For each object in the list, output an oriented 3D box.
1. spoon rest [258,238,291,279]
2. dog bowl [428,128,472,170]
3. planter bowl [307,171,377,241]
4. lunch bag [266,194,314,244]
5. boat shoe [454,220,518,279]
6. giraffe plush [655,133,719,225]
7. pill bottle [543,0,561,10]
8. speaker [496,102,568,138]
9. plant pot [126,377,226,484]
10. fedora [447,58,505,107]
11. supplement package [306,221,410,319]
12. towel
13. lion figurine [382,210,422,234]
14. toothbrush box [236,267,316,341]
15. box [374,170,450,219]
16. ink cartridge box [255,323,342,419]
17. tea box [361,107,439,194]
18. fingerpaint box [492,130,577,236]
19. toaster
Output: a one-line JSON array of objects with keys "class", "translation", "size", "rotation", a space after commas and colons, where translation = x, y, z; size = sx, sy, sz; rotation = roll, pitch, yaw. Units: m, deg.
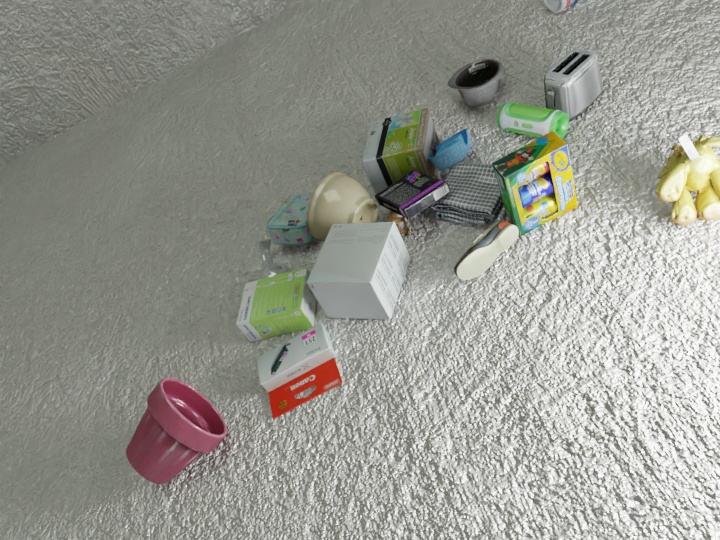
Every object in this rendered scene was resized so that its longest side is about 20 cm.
[{"class": "spoon rest", "translation": [-0.256, -0.012, 1.803], "size": [0.097, 0.062, 0.201], "rotation": [-6, 40, -21]}, {"class": "dog bowl", "translation": [0.265, -0.348, 1.780], "size": [0.110, 0.050, 0.201], "rotation": [-27, 15, 30]}, {"class": "planter bowl", "translation": [-0.035, -0.160, 1.729], "size": [0.133, 0.202, 0.201], "rotation": [22, 62, 31]}, {"class": "lunch bag", "translation": [-0.188, -0.157, 1.860], "size": [0.157, 0.078, 0.201], "rotation": [6, 37, 26]}, {"class": "boat shoe", "translation": [0.300, -0.052, 1.515], "size": [0.199, 0.072, 0.062], "rotation": [-40, 36, -13]}, {"class": "giraffe plush", "translation": [0.739, -0.221, 1.378], "size": [0.169, 0.204, 0.162], "rotation": [-14, 15, 21]}, {"class": "pill bottle", "translation": [0.735, -0.999, 2.142], "size": [0.199, 0.110, 0.109], "rotation": [-39, 42, -9]}, {"class": "speaker", "translation": [0.488, -0.426, 1.754], "size": [0.089, 0.089, 0.198], "rotation": [-46, 44, -18]}, {"class": "plant pot", "translation": [-0.444, 0.387, 1.448], "size": [0.180, 0.199, 0.200], "rotation": [-50, 43, 2]}, {"class": "fedora", "translation": [0.377, -0.590, 1.970], "size": [0.174, 0.091, 0.201], "rotation": [10, 49, 34]}, {"class": "supplement package", "translation": [0.000, 0.000, 1.578], "size": [0.188, 0.148, 0.203], "rotation": [0, 50, 29]}, {"class": "towel", "translation": [0.306, -0.207, 1.649], "size": [0.197, 0.086, 0.167], "rotation": [12, 57, 37]}, {"class": "lion figurine", "translation": [0.101, -0.149, 1.735], "size": [0.121, 0.073, 0.201], "rotation": [-9, 31, 36]}, {"class": "toothbrush box", "translation": [-0.222, 0.092, 1.664], "size": [0.196, 0.087, 0.148], "rotation": [-14, 45, 17]}, {"class": "box", "translation": [0.138, -0.210, 1.686], "size": [0.142, 0.037, 0.200], "rotation": [-33, 28, -10]}, {"class": "ink cartridge box", "translation": [-0.154, 0.244, 1.514], "size": [0.197, 0.044, 0.175], "rotation": [-28, 41, 3]}, {"class": "tea box", "translation": [0.126, -0.360, 1.861], "size": [0.193, 0.135, 0.203], "rotation": [-8, 46, 22]}, {"class": "fingerpaint box", "translation": [0.426, -0.205, 1.491], "size": [0.164, 0.202, 0.074], "rotation": [-27, 42, 2]}, {"class": "toaster", "translation": [0.609, -0.535, 1.754], "size": [0.199, 0.130, 0.113], "rotation": [-40, 43, -11]}]
